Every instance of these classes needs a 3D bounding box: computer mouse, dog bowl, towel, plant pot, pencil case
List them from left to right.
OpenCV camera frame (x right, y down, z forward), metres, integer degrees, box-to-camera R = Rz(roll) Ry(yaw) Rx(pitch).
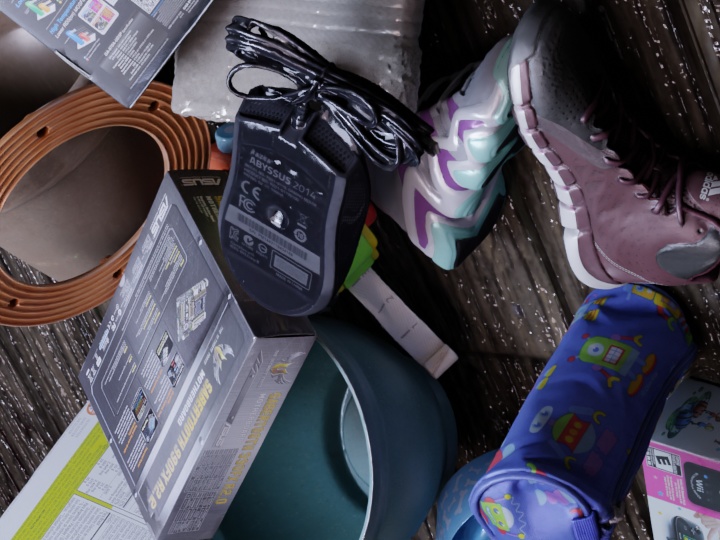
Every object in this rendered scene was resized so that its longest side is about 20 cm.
[{"bbox_3d":[-0.212,-0.080,1.391,0.200,0.200,0.175,8,146,41],"label":"plant pot"},{"bbox_3d":[-0.036,-0.149,1.198,0.200,0.034,0.133,12,98,42],"label":"towel"},{"bbox_3d":[-0.027,-0.055,1.164,0.138,0.053,0.200,33,138,14],"label":"computer mouse"},{"bbox_3d":[-0.017,0.122,1.378,0.200,0.134,0.201,6,98,45],"label":"plant pot"},{"bbox_3d":[0.103,0.199,1.389,0.050,0.111,0.200,-114,17,-44],"label":"dog bowl"},{"bbox_3d":[0.137,0.090,1.173,0.087,0.200,0.078,10,131,24],"label":"pencil case"}]

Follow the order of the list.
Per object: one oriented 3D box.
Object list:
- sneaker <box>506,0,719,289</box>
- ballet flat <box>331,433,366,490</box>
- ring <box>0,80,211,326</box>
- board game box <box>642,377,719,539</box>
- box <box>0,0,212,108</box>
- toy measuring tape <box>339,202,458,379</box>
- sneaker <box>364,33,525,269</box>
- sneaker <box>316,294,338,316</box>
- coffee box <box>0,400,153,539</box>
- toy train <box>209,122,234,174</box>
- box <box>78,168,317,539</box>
[{"bbox_3d":[0.161,-0.068,1.114,0.115,0.076,0.200,8,140,34],"label":"sneaker"},{"bbox_3d":[-0.061,0.117,1.515,0.200,0.069,0.070,32,142,18],"label":"ballet flat"},{"bbox_3d":[-0.185,-0.045,1.297,0.019,0.200,0.201,45,148,32],"label":"ring"},{"bbox_3d":[0.278,0.163,1.214,0.200,0.064,0.148,14,134,35],"label":"board game box"},{"bbox_3d":[-0.141,-0.220,1.176,0.159,0.046,0.200,37,113,-7],"label":"box"},{"bbox_3d":[0.000,0.000,1.273,0.200,0.074,0.074,48,145,-18],"label":"toy measuring tape"},{"bbox_3d":[0.032,-0.097,1.199,0.140,0.078,0.200,37,143,12],"label":"sneaker"},{"bbox_3d":[-0.088,0.021,1.434,0.200,0.074,0.085,-44,52,38],"label":"sneaker"},{"bbox_3d":[-0.160,0.253,1.589,0.198,0.200,0.200,16,150,35],"label":"coffee box"},{"bbox_3d":[-0.071,-0.099,1.319,0.150,0.056,0.200,21,138,30],"label":"toy train"},{"bbox_3d":[-0.113,0.057,1.325,0.158,0.048,0.200,58,135,37],"label":"box"}]
